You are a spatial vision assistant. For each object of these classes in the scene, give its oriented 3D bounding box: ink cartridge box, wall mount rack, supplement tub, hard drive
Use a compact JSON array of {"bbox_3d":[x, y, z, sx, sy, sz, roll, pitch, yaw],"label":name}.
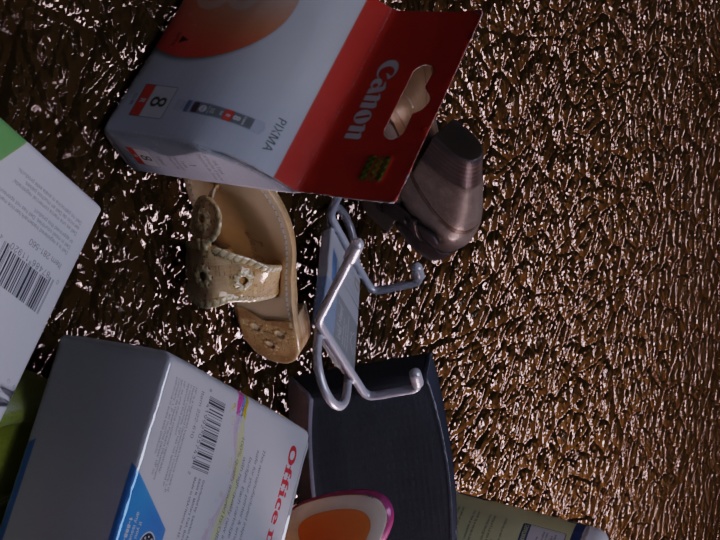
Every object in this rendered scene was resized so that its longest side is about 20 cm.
[{"bbox_3d":[-0.235,0.014,0.613,0.146,0.084,0.200,50,55,-51],"label":"ink cartridge box"},{"bbox_3d":[0.000,0.000,0.956,0.200,0.074,0.174,-87,157,-43],"label":"wall mount rack"},{"bbox_3d":[-0.044,-0.126,0.787,0.162,0.200,0.050,-65,145,-27],"label":"ink cartridge box"},{"bbox_3d":[0.116,0.285,1.138,0.145,0.200,0.145,12,90,-73],"label":"supplement tub"},{"bbox_3d":[0.014,0.176,1.029,0.042,0.135,0.200,-123,-155,-73],"label":"hard drive"},{"bbox_3d":[-0.122,0.141,0.782,0.200,0.085,0.145,42,59,-59],"label":"ink cartridge box"}]

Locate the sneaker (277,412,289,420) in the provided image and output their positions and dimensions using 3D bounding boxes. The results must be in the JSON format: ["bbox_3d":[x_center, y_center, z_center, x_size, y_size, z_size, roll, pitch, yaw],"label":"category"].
[{"bbox_3d":[-0.099,0.195,0.898,0.073,0.077,0.200,18,83,-61],"label":"sneaker"}]

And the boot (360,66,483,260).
[{"bbox_3d":[0.025,-0.101,1.015,0.070,0.200,0.146,-29,161,-27],"label":"boot"}]

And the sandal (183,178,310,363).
[{"bbox_3d":[-0.088,0.009,0.871,0.070,0.078,0.212,-60,149,-35],"label":"sandal"}]

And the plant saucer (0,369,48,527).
[{"bbox_3d":[-0.217,0.158,0.734,0.200,0.031,0.200,-23,117,-55],"label":"plant saucer"}]

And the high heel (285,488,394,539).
[{"bbox_3d":[-0.021,0.207,0.948,0.096,0.067,0.200,-21,158,-49],"label":"high heel"}]
